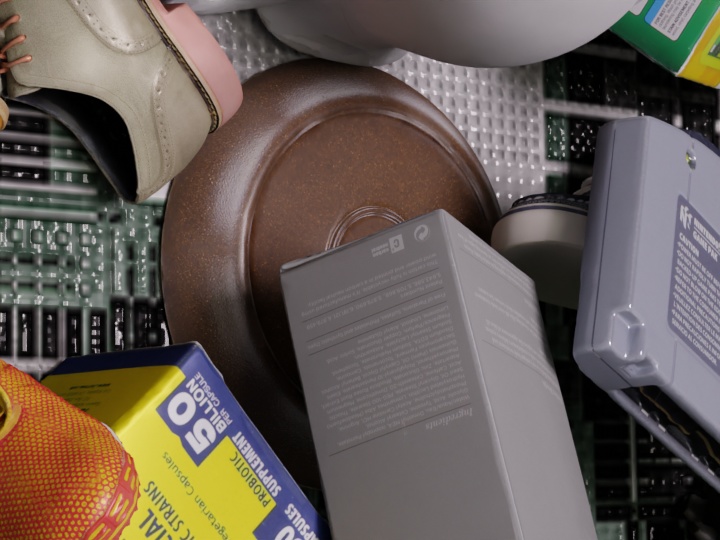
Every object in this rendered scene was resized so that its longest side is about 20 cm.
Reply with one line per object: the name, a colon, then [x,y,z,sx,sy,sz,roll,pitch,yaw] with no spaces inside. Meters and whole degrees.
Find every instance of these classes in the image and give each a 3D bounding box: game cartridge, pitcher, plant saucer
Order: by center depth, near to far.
pitcher: [0.021,-0.139,0.915,0.170,0.199,0.122,-12,92,-36]
plant saucer: [0.000,0.000,0.990,0.199,0.032,0.202,5,81,-36]
game cartridge: [0.161,0.021,0.992,0.200,0.041,0.134,40,54,-43]

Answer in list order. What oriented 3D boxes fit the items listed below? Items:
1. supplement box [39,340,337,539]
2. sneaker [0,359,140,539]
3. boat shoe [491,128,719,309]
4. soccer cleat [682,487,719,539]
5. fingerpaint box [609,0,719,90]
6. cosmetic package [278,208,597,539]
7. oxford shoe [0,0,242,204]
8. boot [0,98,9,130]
supplement box: [-0.122,0.135,0.832,0.200,0.109,0.109,-47,112,-30]
sneaker: [-0.151,0.054,0.765,0.073,0.199,0.077,-50,132,-17]
boat shoe: [0.125,-0.031,1.049,0.200,0.074,0.094,22,65,-56]
soccer cleat: [0.206,0.168,1.047,0.084,0.065,0.201,41,21,-16]
fingerpaint box: [0.205,-0.188,1.041,0.201,0.073,0.166,-59,156,14]
cosmetic package: [0.040,0.090,0.879,0.107,0.090,0.202,37,39,-57]
oxford shoe: [-0.130,-0.112,0.879,0.200,0.071,0.074,46,63,-24]
boot: [-0.232,-0.018,0.786,0.200,0.071,0.145,11,72,-24]
